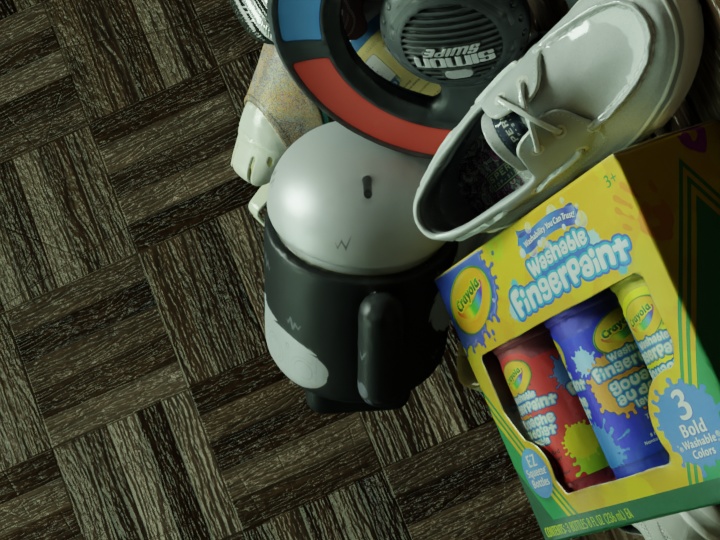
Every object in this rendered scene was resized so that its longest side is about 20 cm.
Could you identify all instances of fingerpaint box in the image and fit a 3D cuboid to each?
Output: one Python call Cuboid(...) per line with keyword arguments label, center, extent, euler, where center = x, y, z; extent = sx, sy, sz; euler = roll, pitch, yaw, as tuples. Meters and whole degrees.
Cuboid(label="fingerpaint box", center=(0.136, 0.042, 0.686), extent=(0.168, 0.073, 0.200), euler=(67, 153, 8))

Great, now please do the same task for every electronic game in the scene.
Cuboid(label="electronic game", center=(0.049, -0.128, 0.684), extent=(0.201, 0.198, 0.042), euler=(66, -154, -48))

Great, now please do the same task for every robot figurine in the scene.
Cuboid(label="robot figurine", center=(0.002, 0.001, 0.830), extent=(0.150, 0.124, 0.201), euler=(34, 139, 31))

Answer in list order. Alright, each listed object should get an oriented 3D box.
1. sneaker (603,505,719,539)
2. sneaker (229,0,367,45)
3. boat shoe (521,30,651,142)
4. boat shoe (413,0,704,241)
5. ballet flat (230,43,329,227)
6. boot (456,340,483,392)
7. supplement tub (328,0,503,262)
Cuboid(label="sneaker", center=(0.205, 0.164, 1.039), extent=(0.074, 0.082, 0.200), euler=(33, -172, -32))
Cuboid(label="sneaker", center=(-0.055, -0.226, 0.873), extent=(0.115, 0.076, 0.201), euler=(0, -121, -50))
Cuboid(label="boat shoe", center=(0.143, -0.057, 0.767), extent=(0.061, 0.073, 0.201), euler=(75, 176, -58))
Cuboid(label="boat shoe", center=(0.087, -0.074, 0.648), extent=(0.072, 0.068, 0.200), euler=(59, 144, 5))
Cuboid(label="ballet flat", center=(-0.050, -0.069, 0.902), extent=(0.068, 0.067, 0.201), euler=(45, 162, 37))
Cuboid(label="boot", center=(0.181, 0.053, 0.863), extent=(0.154, 0.199, 0.073), euler=(23, -124, -30))
Cuboid(label="supplement tub", center=(0.068, -0.090, 0.913), extent=(0.200, 0.144, 0.145), euler=(45, 172, 23))
